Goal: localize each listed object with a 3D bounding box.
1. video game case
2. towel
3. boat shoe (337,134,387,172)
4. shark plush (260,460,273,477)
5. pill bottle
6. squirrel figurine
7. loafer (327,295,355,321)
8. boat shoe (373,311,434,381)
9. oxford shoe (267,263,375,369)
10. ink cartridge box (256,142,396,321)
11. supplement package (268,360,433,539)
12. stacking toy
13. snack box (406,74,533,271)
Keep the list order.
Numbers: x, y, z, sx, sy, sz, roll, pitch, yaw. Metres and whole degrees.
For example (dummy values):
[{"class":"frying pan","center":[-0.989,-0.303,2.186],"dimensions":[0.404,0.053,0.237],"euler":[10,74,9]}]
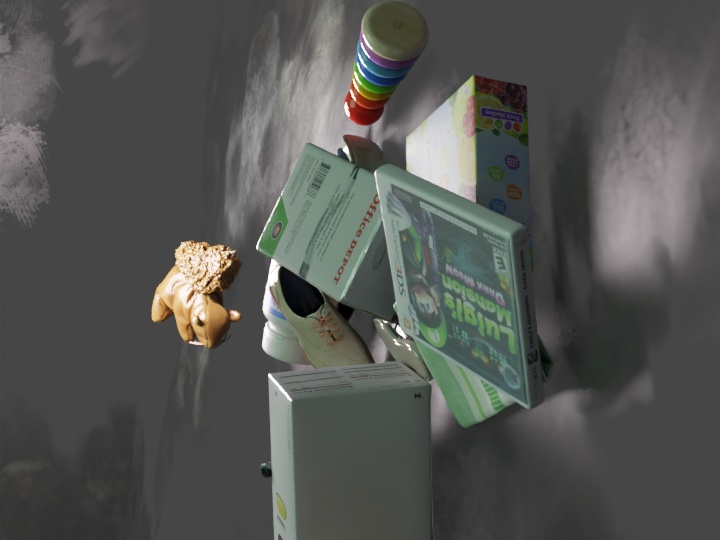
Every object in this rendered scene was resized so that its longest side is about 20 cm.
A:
[{"class":"video game case","center":[0.089,0.012,1.182],"dimensions":[0.200,0.023,0.182],"euler":[30,138,49]},{"class":"towel","center":[0.106,0.065,1.247],"dimensions":[0.153,0.023,0.200],"euler":[61,153,7]},{"class":"boat shoe","center":[0.000,-0.113,1.660],"dimensions":[0.200,0.075,0.062],"euler":[-114,36,-59]},{"class":"shark plush","center":[-0.036,0.209,1.505],"dimensions":[0.083,0.200,0.091],"euler":[43,143,30]},{"class":"pill bottle","center":[-0.071,0.020,1.768],"dimensions":[0.114,0.114,0.200],"euler":[-129,48,-66]},{"class":"squirrel figurine","center":[-0.296,0.046,2.425],"dimensions":[0.187,0.141,0.200],"euler":[-133,50,-59]},{"class":"loafer","center":[0.000,0.000,1.636],"dimensions":[0.067,0.076,0.200],"euler":[52,137,15]},{"class":"boat shoe","center":[0.067,0.078,1.440],"dimensions":[0.067,0.057,0.200],"euler":[63,171,-13]},{"class":"oxford shoe","center":[-0.048,0.075,1.598],"dimensions":[0.071,0.200,0.074],"euler":[-40,-3,-7]},{"class":"ink cartridge box","center":[-0.015,-0.046,1.490],"dimensions":[0.200,0.083,0.147],"euler":[32,97,52]},{"class":"supplement package","center":[-0.011,0.213,1.394],"dimensions":[0.111,0.155,0.200],"euler":[-151,58,-70]},{"class":"stacking toy","center":[0.025,-0.251,1.650],"dimensions":[0.200,0.085,0.086],"euler":[114,156,-60]},{"class":"snack box","center":[0.108,-0.072,1.322],"dimensions":[0.169,0.068,0.200],"euler":[144,131,-63]}]
